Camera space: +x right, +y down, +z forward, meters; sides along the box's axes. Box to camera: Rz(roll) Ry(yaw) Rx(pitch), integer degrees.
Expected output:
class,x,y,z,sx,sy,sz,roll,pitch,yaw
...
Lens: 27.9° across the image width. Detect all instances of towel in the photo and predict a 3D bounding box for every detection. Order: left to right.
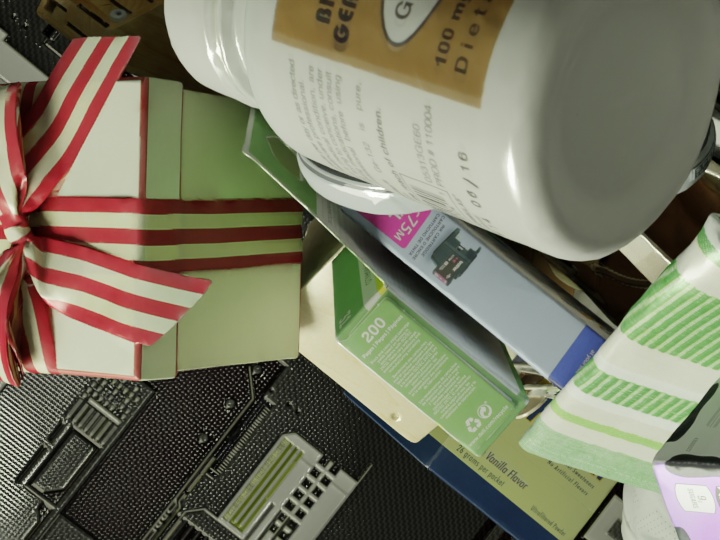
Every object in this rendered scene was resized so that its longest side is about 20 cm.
class,x,y,z,sx,sy,sz,roll,pitch,yaw
towel,0.172,0.053,0.624,0.151,0.024,0.200,17,148,-6

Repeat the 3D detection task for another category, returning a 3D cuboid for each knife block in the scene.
class,x,y,z,sx,sy,sz,roll,pitch,yaw
knife block,-0.100,-0.138,0.945,0.064,0.199,0.176,36,146,31

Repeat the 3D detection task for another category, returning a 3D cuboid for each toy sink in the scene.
class,x,y,z,sx,sy,sz,roll,pitch,yaw
toy sink,0.034,-0.003,0.991,0.130,0.112,0.200,39,-150,-12

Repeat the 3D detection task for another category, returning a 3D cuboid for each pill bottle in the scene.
class,x,y,z,sx,sy,sz,roll,pitch,yaw
pill bottle,0.022,-0.087,0.538,0.199,0.115,0.114,24,168,40

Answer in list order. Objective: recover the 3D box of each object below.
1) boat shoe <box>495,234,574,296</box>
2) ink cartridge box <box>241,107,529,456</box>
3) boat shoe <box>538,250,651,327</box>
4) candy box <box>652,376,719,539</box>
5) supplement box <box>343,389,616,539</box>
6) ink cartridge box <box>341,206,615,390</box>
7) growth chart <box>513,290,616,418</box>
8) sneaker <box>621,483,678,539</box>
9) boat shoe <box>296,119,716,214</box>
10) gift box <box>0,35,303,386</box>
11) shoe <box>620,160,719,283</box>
class,x,y,z,sx,sy,sz,roll,pitch,yaw
boat shoe,0.063,-0.055,0.916,0.201,0.073,0.063,55,-161,-8
ink cartridge box,0.000,0.000,0.799,0.200,0.048,0.146,40,-169,-13
boat shoe,0.133,-0.021,0.789,0.074,0.076,0.200,43,175,-16
candy box,0.228,0.123,0.526,0.199,0.071,0.169,-3,117,45
supplement box,0.122,0.078,1.109,0.134,0.200,0.200,40,176,-21
ink cartridge box,0.090,0.021,0.758,0.199,0.042,0.119,37,-173,22
growth chart,0.138,0.036,0.914,0.018,0.145,0.200,43,173,-18
sneaker,0.175,0.133,0.742,0.200,0.075,0.089,-120,21,-70
boat shoe,0.053,-0.068,0.637,0.198,0.070,0.066,6,146,31
gift box,-0.136,-0.032,0.851,0.199,0.186,0.186,-4,179,32
shoe,0.166,-0.004,0.662,0.200,0.070,0.053,40,-174,17
